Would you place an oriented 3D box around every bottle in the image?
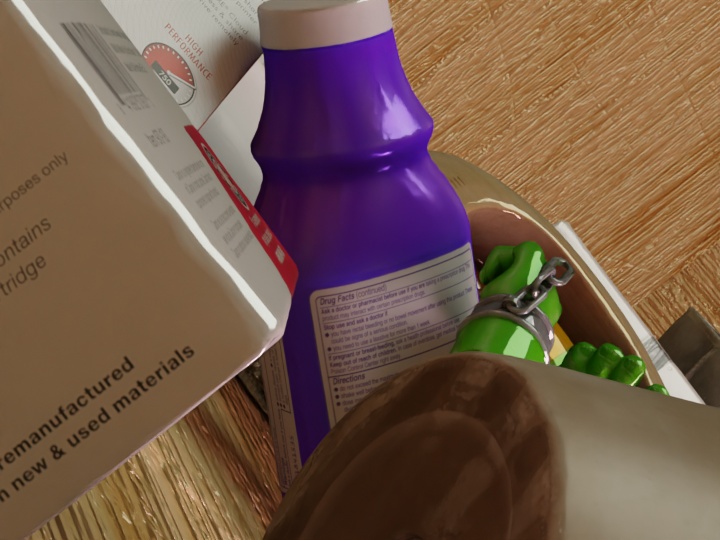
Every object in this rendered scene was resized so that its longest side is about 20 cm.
[{"bbox_3d":[0.000,0.000,0.818,0.065,0.083,0.201,15,-62,56],"label":"bottle"}]

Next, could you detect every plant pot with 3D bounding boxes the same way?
[{"bbox_3d":[0.067,0.110,0.578,0.173,0.200,0.200,31,14,-30],"label":"plant pot"}]

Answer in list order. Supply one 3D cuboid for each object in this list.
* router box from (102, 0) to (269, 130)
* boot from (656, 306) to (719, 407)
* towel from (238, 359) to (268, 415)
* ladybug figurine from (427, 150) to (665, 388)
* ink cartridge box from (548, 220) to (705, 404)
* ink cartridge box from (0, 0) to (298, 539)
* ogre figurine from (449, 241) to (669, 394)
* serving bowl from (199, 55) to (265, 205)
[{"bbox_3d":[-0.115,-0.138,0.791,0.200,0.049,0.180,52,39,-15],"label":"router box"},{"bbox_3d":[0.155,0.133,1.231,0.073,0.200,0.182,51,4,-43],"label":"boot"},{"bbox_3d":[-0.040,0.028,1.037,0.200,0.036,0.148,54,2,11],"label":"towel"},{"bbox_3d":[0.060,0.045,0.933,0.135,0.072,0.201,-20,74,-53],"label":"ladybug figurine"},{"bbox_3d":[0.096,0.098,1.133,0.200,0.146,0.084,54,-28,11],"label":"ink cartridge box"},{"bbox_3d":[-0.104,-0.049,0.481,0.200,0.083,0.145,52,3,-3],"label":"ink cartridge box"},{"bbox_3d":[0.055,0.106,0.778,0.098,0.201,0.120,17,27,22],"label":"ogre figurine"},{"bbox_3d":[-0.061,-0.076,0.937,0.200,0.066,0.200,53,14,-19],"label":"serving bowl"}]
